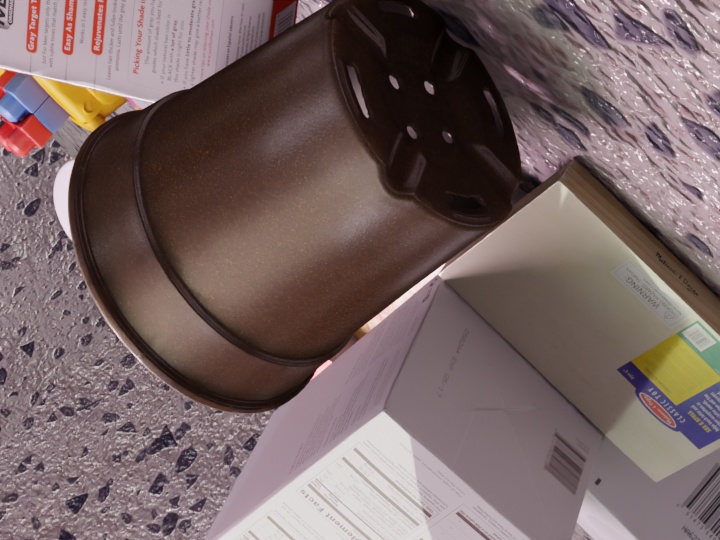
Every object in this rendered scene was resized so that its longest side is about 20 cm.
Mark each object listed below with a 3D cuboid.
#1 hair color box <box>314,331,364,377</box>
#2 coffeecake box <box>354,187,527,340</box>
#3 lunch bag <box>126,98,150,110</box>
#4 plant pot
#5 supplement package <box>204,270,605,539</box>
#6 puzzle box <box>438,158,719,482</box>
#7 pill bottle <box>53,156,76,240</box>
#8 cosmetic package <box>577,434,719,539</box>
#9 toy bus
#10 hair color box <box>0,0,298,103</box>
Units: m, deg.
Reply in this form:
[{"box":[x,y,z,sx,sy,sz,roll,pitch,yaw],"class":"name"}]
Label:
[{"box":[0.057,0.058,1.375,0.111,0.200,0.064,40,139,11],"class":"hair color box"},{"box":[0.054,-0.002,1.274,0.200,0.073,0.154,40,139,13],"class":"coffeecake box"},{"box":[-0.164,-0.205,1.319,0.200,0.127,0.170,50,168,-4],"class":"lunch bag"},{"box":[-0.027,-0.048,1.057,0.200,0.198,0.201,31,-136,-34],"class":"plant pot"},{"box":[0.029,0.137,1.199,0.151,0.152,0.200,41,128,-10],"class":"supplement package"},{"box":[0.158,0.035,1.138,0.200,0.025,0.133,44,138,-7],"class":"puzzle box"},{"box":[-0.171,-0.088,1.641,0.114,0.200,0.115,17,122,29],"class":"pill bottle"},{"box":[0.218,0.148,1.342,0.199,0.123,0.200,44,172,-15],"class":"cosmetic package"},{"box":[-0.263,-0.192,1.637,0.136,0.192,0.200,45,174,-31],"class":"toy bus"},{"box":[-0.143,-0.166,1.189,0.199,0.102,0.061,14,-156,11],"class":"hair color box"}]
